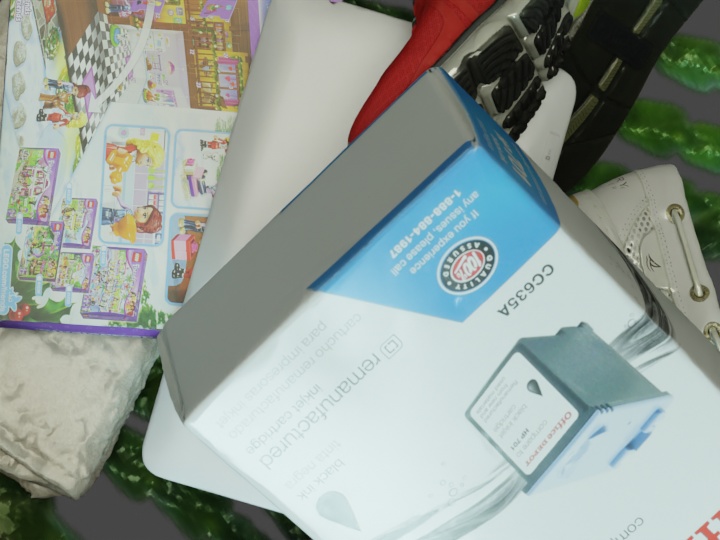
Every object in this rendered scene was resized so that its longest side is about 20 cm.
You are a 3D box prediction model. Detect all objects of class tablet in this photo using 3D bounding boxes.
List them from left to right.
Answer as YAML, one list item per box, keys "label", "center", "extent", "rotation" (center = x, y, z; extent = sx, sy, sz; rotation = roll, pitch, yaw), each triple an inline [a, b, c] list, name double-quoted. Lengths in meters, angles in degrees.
- label: "tablet"
  center: [0.000, 0.000, 0.992]
  extent: [0.129, 0.014, 0.202]
  rotation: [16, 86, -3]

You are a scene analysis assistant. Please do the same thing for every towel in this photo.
- label: "towel"
  center: [-0.129, -0.015, 1.047]
  extent: [0.132, 0.034, 0.201]
  rotation: [29, 84, -2]

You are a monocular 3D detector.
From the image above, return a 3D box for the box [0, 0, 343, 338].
- label: "box"
  center: [-0.077, -0.073, 1.019]
  extent: [0.136, 0.039, 0.202]
  rotation: [4, 85, -3]

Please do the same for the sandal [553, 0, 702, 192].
- label: "sandal"
  center: [0.084, -0.097, 1.051]
  extent: [0.201, 0.080, 0.057]
  rotation: [-51, 48, 2]

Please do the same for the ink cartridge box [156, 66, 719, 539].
- label: "ink cartridge box"
  center: [0.047, 0.050, 0.918]
  extent: [0.146, 0.086, 0.200]
  rotation: [-43, 113, 9]

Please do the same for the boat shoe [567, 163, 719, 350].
- label: "boat shoe"
  center: [0.151, 0.049, 1.036]
  extent: [0.069, 0.071, 0.201]
  rotation: [-25, 86, -3]

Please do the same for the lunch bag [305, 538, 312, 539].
- label: "lunch bag"
  center: [-0.038, 0.215, 1.009]
  extent: [0.175, 0.082, 0.202]
  rotation: [-10, 87, -3]

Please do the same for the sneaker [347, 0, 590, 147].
- label: "sneaker"
  center: [0.044, -0.115, 0.976]
  extent: [0.084, 0.077, 0.201]
  rotation: [25, 67, 21]
